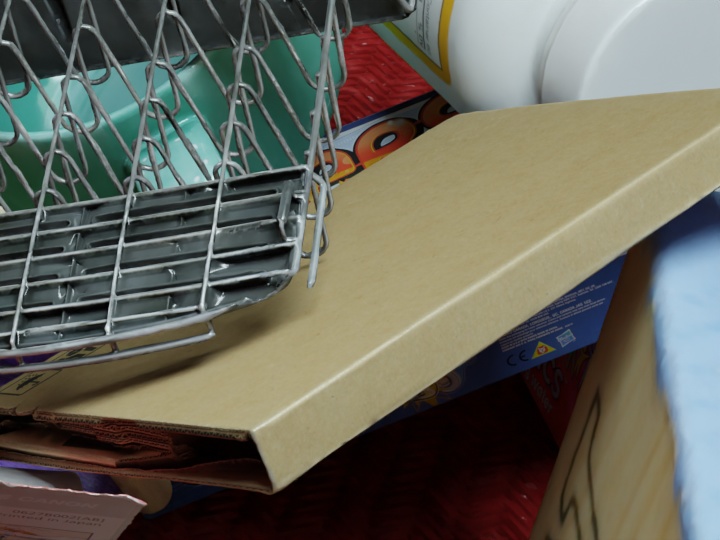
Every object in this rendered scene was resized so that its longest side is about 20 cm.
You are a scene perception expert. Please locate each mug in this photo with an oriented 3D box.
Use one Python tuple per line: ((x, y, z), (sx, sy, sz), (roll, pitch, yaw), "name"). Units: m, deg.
((-0.085, -0.066, 0.944), (0.152, 0.114, 0.185), (0, 60, 19), "mug")

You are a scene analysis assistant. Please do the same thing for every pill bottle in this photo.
((0.065, -0.102, 0.921), (0.113, 0.113, 0.200), (-2, 28, -26), "pill bottle")

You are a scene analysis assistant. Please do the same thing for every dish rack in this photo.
((-0.068, -0.039, 0.790), (0.153, 0.055, 0.200), (-9, 43, 15), "dish rack")

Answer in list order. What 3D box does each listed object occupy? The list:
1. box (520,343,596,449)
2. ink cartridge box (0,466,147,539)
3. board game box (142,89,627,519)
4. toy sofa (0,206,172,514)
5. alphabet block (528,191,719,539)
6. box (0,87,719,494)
((0.117, 0.005, 1.024), (0.094, 0.103, 0.200), (2, 35, -21), "box")
((-0.154, 0.061, 0.742), (0.161, 0.200, 0.050), (7, 67, -15), "ink cartridge box")
((0.000, 0.000, 0.953), (0.200, 0.035, 0.135), (-22, 37, 1), "board game box")
((-0.147, 0.009, 0.880), (0.200, 0.083, 0.098), (30, 73, 21), "toy sofa")
((0.150, 0.122, 0.762), (0.195, 0.200, 0.197), (13, 32, -5), "alphabet block")
((0.005, 0.002, 0.763), (0.200, 0.021, 0.163), (-32, 16, -29), "box")
